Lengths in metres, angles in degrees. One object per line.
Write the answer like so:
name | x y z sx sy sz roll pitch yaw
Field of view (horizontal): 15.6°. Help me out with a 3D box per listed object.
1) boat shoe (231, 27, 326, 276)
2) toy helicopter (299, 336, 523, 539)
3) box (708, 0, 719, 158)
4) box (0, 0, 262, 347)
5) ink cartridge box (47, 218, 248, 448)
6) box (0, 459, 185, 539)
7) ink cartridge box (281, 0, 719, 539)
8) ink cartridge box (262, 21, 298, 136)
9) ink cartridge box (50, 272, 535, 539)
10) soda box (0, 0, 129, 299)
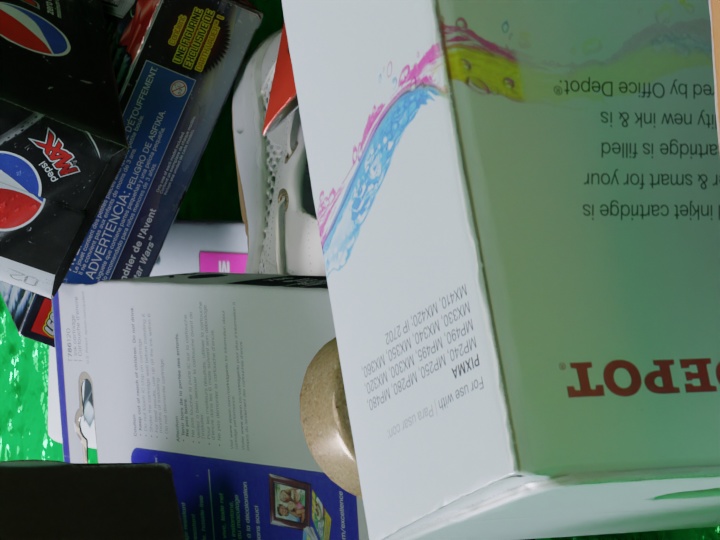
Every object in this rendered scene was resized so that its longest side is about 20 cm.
boat shoe | 0.000 0.000 0.864 0.069 0.071 0.201 -41 54 54
toy helicopter | 0.035 0.110 0.696 0.079 0.132 0.201 -22 96 57
box | 0.159 -0.076 0.560 0.152 0.106 0.201 -14 78 59
box | -0.102 -0.061 0.994 0.137 0.040 0.200 -66 21 9
ink cartridge box | -0.062 0.067 1.000 0.200 0.043 0.174 3 91 60
box | -0.092 0.159 0.754 0.075 0.100 0.201 -41 55 49
ink cartridge box | 0.064 -0.035 0.681 0.083 0.145 0.201 -33 62 56
ink cartridge box | 0.008 -0.144 0.817 0.200 0.050 0.109 -46 25 41
ink cartridge box | -0.025 0.051 0.811 0.200 0.039 0.100 3 99 50
soda box | -0.131 -0.074 0.922 0.063 0.071 0.200 -61 22 22
